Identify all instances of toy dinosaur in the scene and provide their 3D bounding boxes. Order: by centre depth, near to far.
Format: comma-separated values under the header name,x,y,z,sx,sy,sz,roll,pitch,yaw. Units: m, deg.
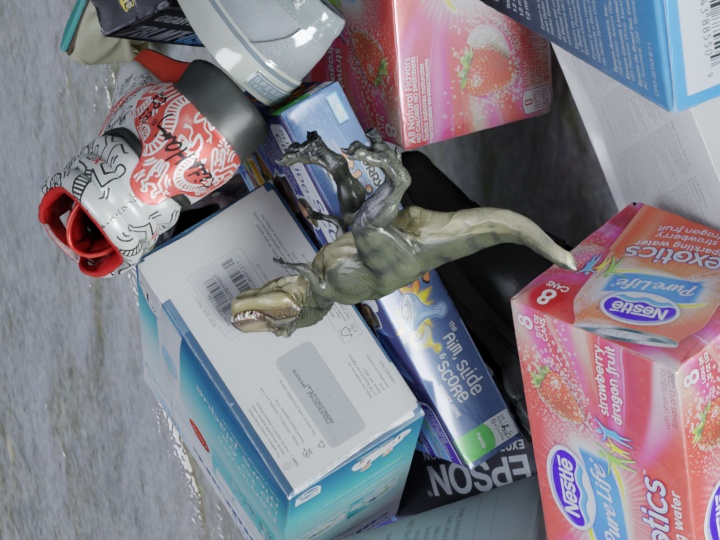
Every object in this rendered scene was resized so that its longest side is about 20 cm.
name,x,y,z,sx,sy,sz,roll,pitch,yaw
toy dinosaur,0.007,-0.023,1.234,0.199,0.047,0.088,-15,113,43

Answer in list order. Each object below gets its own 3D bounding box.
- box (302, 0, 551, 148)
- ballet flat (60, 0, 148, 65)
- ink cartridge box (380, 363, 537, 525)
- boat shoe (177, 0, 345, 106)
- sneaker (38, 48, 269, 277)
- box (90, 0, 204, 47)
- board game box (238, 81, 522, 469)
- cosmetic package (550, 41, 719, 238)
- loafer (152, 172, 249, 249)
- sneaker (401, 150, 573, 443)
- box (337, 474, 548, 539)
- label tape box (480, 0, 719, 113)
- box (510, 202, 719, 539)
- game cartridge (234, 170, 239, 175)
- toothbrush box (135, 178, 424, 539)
name,x,y,z,sx,sy,sz,roll,pitch,yaw
box,0.027,-0.174,1.335,0.102,0.094,0.201,25,125,52
ballet flat,-0.133,-0.190,1.632,0.070,0.069,0.200,60,152,20
ink cartridge box,0.039,0.089,1.476,0.198,0.043,0.201,-12,95,47
boat shoe,-0.066,-0.171,1.322,0.071,0.070,0.201,-39,58,12
sneaker,-0.120,-0.053,1.346,0.067,0.108,0.201,50,169,-13
box,-0.117,-0.223,1.477,0.049,0.200,0.200,-23,84,19
board game box,0.000,0.000,1.353,0.201,0.034,0.135,62,165,-13
cosmetic package,0.136,-0.106,1.252,0.082,0.050,0.201,-32,77,60
loafer,-0.092,-0.018,1.580,0.200,0.063,0.072,-31,77,58
sneaker,0.086,0.013,1.350,0.200,0.091,0.076,53,177,17
box,0.061,0.241,1.340,0.200,0.130,0.200,-70,-40,-70
label tape box,0.095,-0.171,1.149,0.200,0.066,0.144,41,148,54
box,0.145,0.084,1.234,0.102,0.095,0.201,25,138,40
game cartridge,-0.061,-0.006,1.631,0.200,0.041,0.134,49,137,34
toothbrush box,-0.045,0.064,1.395,0.147,0.085,0.200,56,168,14
